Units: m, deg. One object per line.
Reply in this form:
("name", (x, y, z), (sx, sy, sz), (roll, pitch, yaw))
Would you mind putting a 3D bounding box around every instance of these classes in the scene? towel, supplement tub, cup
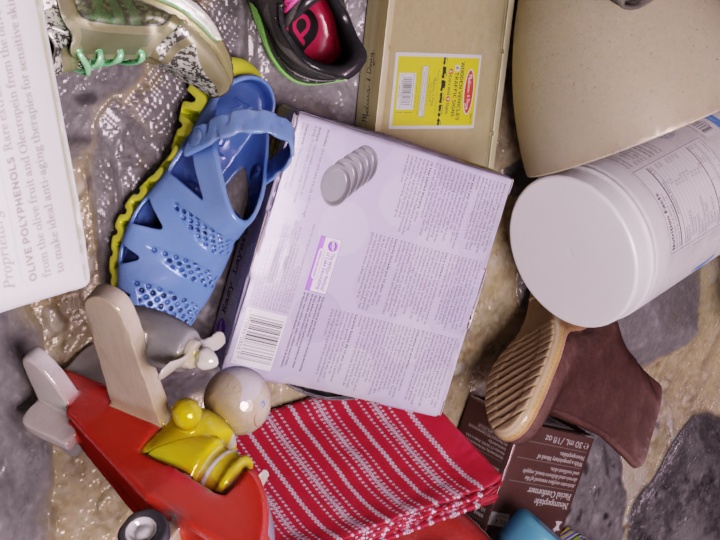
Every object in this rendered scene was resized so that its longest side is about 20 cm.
("towel", (-0.008, 0.142, 0.998), (0.198, 0.145, 0.023), (-13, 134, -33))
("supplement tub", (0.231, -0.049, 1.109), (0.199, 0.131, 0.133), (-27, 120, -38))
("cup", (0.196, -0.176, 1.039), (0.199, 0.200, 0.145), (-25, 96, -28))

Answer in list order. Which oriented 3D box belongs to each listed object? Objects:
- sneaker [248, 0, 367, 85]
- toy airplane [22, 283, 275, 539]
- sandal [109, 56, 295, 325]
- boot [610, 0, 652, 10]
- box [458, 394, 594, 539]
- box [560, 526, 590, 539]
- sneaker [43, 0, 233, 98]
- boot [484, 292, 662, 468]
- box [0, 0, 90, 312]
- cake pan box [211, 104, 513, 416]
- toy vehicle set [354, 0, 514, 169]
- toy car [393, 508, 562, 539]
("sneaker", (-0.056, -0.203, 0.887), (0.077, 0.083, 0.200), (-52, 128, -12))
("toy airplane", (-0.125, 0.104, 0.865), (0.140, 0.200, 0.200), (-32, 93, -20))
("sandal", (-0.103, -0.043, 0.902), (0.079, 0.087, 0.202), (18, 95, -41))
("boot", (0.122, -0.257, 0.941), (0.181, 0.073, 0.201), (-30, 79, -25))
("box", (0.116, 0.218, 1.161), (0.099, 0.075, 0.202), (14, 97, -39))
("box", (0.153, 0.331, 1.225), (0.200, 0.070, 0.065), (-39, 125, -21))
("sneaker", (-0.168, -0.146, 0.821), (0.199, 0.077, 0.089), (31, 75, -31))
("boot", (0.189, 0.108, 1.122), (0.167, 0.072, 0.201), (47, 41, -18))
("box", (-0.267, -0.081, 0.691), (0.170, 0.198, 0.202), (-19, 114, -31))
("cake pan box", (0.000, 0.000, 0.985), (0.182, 0.052, 0.202), (13, 99, -22))
("toy vehicle set", (0.055, -0.138, 1.029), (0.123, 0.026, 0.203), (-4, 106, -37))
("toy car", (0.055, 0.243, 1.003), (0.177, 0.200, 0.185), (42, 90, 4))
